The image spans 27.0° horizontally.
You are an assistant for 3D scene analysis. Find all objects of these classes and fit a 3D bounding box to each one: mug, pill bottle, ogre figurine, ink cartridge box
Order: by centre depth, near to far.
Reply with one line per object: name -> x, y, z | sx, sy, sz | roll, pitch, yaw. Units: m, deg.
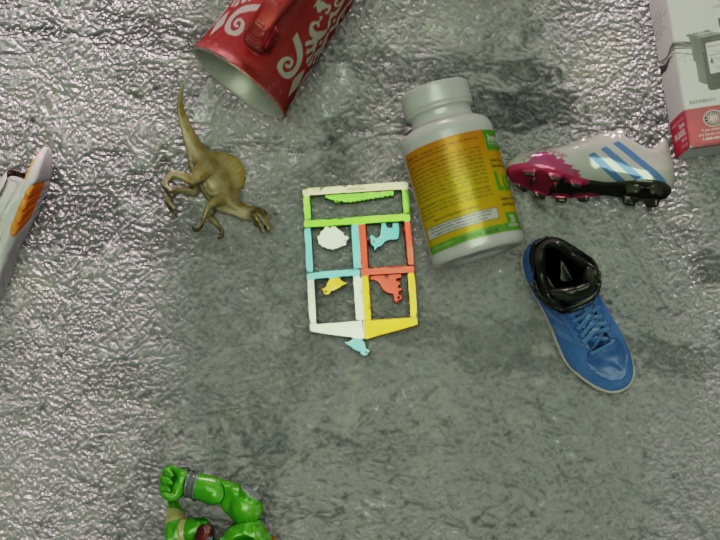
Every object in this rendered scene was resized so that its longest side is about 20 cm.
ogre figurine -> -0.158, 0.320, 1.697 | 0.118, 0.098, 0.203 | -8, 72, 12
pill bottle -> 0.111, -0.113, 1.731 | 0.110, 0.111, 0.203 | -15, 84, -1
mug -> -0.076, -0.293, 1.732 | 0.133, 0.177, 0.201 | 40, 80, -27
ink cartridge box -> 0.429, -0.244, 1.753 | 0.143, 0.083, 0.203 | -8, 84, 0

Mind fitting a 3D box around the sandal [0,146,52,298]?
sandal -> -0.420, -0.055, 1.751 | 0.059, 0.079, 0.209 | 22, 86, 1

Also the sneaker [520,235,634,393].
sneaker -> 0.251, 0.050, 1.710 | 0.076, 0.111, 0.202 | -28, 84, -2

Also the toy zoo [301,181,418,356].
toy zoo -> 0.000, 0.000, 1.766 | 0.129, 0.020, 0.203 | -4, 84, 1

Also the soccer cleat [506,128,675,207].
soccer cleat -> 0.270, -0.127, 1.759 | 0.197, 0.070, 0.088 | 7, 68, 0

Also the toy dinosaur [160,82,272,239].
toy dinosaur -> -0.187, -0.111, 1.774 | 0.101, 0.058, 0.201 | -36, 92, -18
